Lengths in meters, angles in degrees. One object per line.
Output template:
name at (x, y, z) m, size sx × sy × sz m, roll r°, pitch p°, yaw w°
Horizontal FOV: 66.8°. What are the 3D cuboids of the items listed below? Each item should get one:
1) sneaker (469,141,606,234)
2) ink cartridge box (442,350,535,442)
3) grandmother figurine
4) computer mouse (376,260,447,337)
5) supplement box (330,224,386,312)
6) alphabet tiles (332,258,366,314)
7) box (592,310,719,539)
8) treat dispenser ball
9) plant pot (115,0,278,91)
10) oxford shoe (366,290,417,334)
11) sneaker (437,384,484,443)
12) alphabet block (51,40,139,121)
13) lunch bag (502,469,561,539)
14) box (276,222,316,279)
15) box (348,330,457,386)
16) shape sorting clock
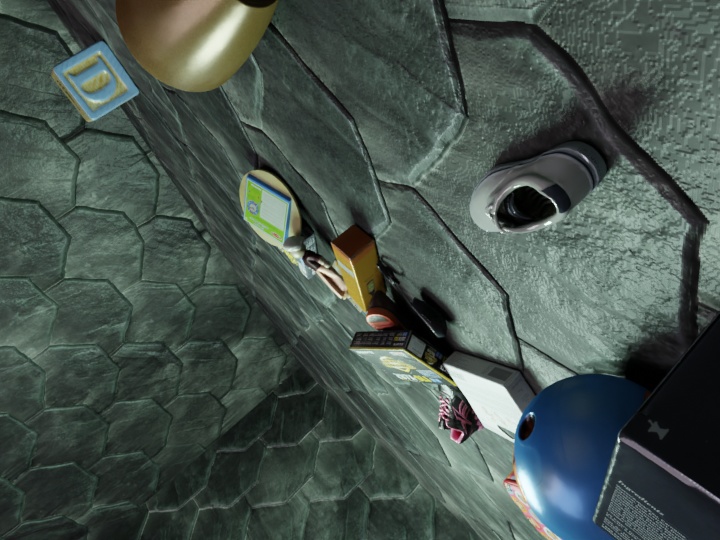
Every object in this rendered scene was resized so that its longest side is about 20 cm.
sneaker at (0.155, -0.071, 0.556) m, size 0.073 × 0.071 × 0.200 m, roll 50°, pitch 163°, yaw -2°
ink cartridge box at (0.259, 0.244, 1.016) m, size 0.176 × 0.045 × 0.200 m, roll 56°, pitch 163°, yaw -16°
grandmother figurine at (-0.097, -0.011, 1.285) m, size 0.200 × 0.061 × 0.121 m, roll 39°, pitch 156°, yaw -7°
computer mouse at (0.099, 0.048, 1.043) m, size 0.200 × 0.034 × 0.059 m, roll 49°, pitch -179°, yaw 21°
supplement box at (0.000, 0.000, 1.122) m, size 0.069 × 0.067 × 0.200 m, roll 39°, pitch 160°, yaw 33°
alphabet tiles at (-0.016, 0.050, 1.374) m, size 0.166 × 0.006 × 0.200 m, roll 49°, pitch 163°, yaw 5°
box at (0.293, 0.132, 0.419) m, size 0.117 × 0.197 × 0.200 m, roll 36°, pitch 158°, yaw 38°
treat dispenser ball at (0.282, 0.223, 0.640) m, size 0.201 × 0.201 × 0.201 m, roll 44°, pitch 163°, yaw 18°
plant pot at (-0.191, -0.349, 0.706) m, size 0.200 × 0.186 × 0.187 m, roll 2°, pitch 131°, yaw 50°
oxford shoe at (0.084, 0.114, 1.184) m, size 0.071 × 0.073 × 0.200 m, roll -10°, pitch 142°, yaw 28°
sneaker at (0.205, 0.307, 1.210) m, size 0.079 × 0.095 × 0.200 m, roll 23°, pitch 148°, yaw 60°
alphabet block at (-0.904, -0.638, 1.857) m, size 0.200 × 0.195 × 0.197 m, roll 24°, pitch 148°, yaw 57°
lunch bag at (0.408, 0.494, 1.127) m, size 0.200 × 0.082 × 0.176 m, roll 49°, pitch 160°, yaw -2°
box at (-0.180, -0.084, 1.434) m, size 0.161 × 0.049 × 0.200 m, roll 42°, pitch 160°, yaw 19°
box at (0.093, 0.184, 1.156) m, size 0.160 × 0.049 × 0.200 m, roll 34°, pitch 157°, yaw -26°
shape sorting clock at (-0.216, -0.148, 1.314) m, size 0.200 × 0.039 × 0.200 m, roll 19°, pitch 125°, yaw 30°
